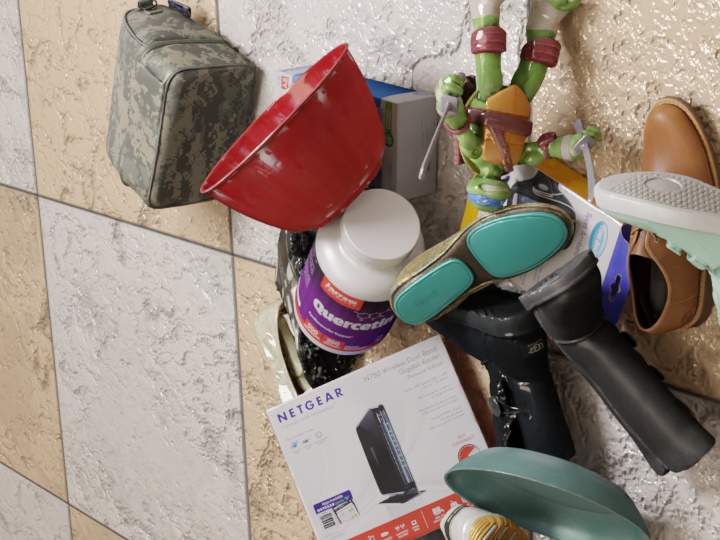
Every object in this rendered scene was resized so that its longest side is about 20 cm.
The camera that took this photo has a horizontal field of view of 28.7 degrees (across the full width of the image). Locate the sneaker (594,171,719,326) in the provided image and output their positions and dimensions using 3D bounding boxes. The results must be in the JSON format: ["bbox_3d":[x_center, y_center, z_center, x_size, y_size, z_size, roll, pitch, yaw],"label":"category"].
[{"bbox_3d":[0.274,-0.003,1.121,0.199,0.074,0.119,17,121,17],"label":"sneaker"}]

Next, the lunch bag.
[{"bbox_3d":[-0.228,-0.198,1.655,0.168,0.139,0.201,39,129,35],"label":"lunch bag"}]

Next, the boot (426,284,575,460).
[{"bbox_3d":[0.127,0.101,1.372,0.200,0.076,0.170,18,124,60],"label":"boot"}]

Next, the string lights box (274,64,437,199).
[{"bbox_3d":[-0.007,-0.147,1.469,0.199,0.059,0.104,21,118,45],"label":"string lights box"}]

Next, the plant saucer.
[{"bbox_3d":[0.176,0.208,1.300,0.199,0.199,0.036,-5,58,51],"label":"plant saucer"}]

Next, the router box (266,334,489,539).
[{"bbox_3d":[0.027,0.188,1.441,0.049,0.199,0.181,56,-169,-80],"label":"router box"}]

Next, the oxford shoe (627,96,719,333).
[{"bbox_3d":[0.256,-0.043,1.177,0.071,0.071,0.202,8,107,50],"label":"oxford shoe"}]

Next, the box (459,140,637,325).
[{"bbox_3d":[0.180,-0.032,1.297,0.200,0.041,0.120,37,128,34],"label":"box"}]

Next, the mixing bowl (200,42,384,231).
[{"bbox_3d":[-0.049,-0.112,1.361,0.108,0.201,0.200,44,143,-14],"label":"mixing bowl"}]

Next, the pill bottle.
[{"bbox_3d":[0.000,0.000,1.429,0.113,0.112,0.200,60,157,18],"label":"pill bottle"}]

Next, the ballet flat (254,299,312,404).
[{"bbox_3d":[-0.066,0.126,1.628,0.062,0.067,0.201,-39,72,39],"label":"ballet flat"}]

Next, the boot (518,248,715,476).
[{"bbox_3d":[0.221,0.083,1.181,0.201,0.065,0.165,55,179,4],"label":"boot"}]

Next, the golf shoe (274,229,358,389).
[{"bbox_3d":[-0.052,0.034,1.586,0.094,0.077,0.202,-161,65,-65],"label":"golf shoe"}]

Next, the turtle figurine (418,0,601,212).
[{"bbox_3d":[0.139,-0.149,1.199,0.142,0.200,0.196,6,87,11],"label":"turtle figurine"}]

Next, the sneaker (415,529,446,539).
[{"bbox_3d":[0.047,0.234,1.494,0.200,0.075,0.115,36,147,43],"label":"sneaker"}]

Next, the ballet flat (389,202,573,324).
[{"bbox_3d":[0.110,-0.017,1.298,0.199,0.070,0.071,-32,76,29],"label":"ballet flat"}]

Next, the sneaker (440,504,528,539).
[{"bbox_3d":[0.148,0.306,1.395,0.087,0.075,0.201,17,140,58],"label":"sneaker"}]
